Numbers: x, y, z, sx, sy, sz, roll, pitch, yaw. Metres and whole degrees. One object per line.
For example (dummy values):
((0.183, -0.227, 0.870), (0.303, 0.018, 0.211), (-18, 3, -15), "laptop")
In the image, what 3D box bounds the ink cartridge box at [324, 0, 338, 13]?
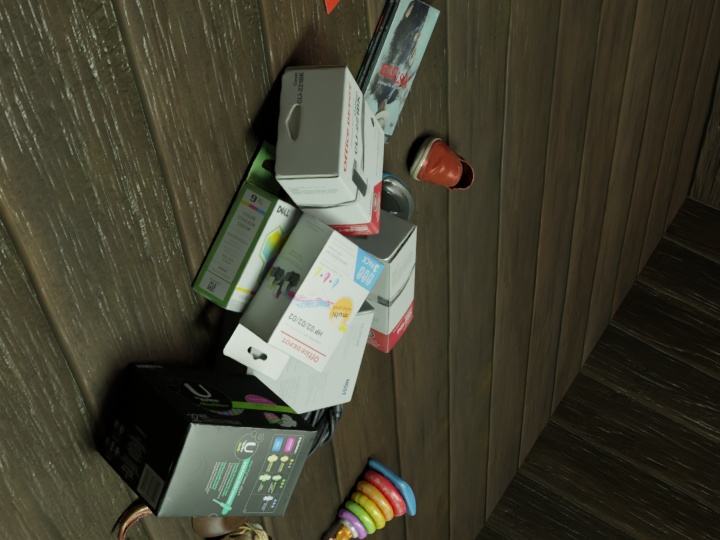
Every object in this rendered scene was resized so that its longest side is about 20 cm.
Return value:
((0.021, -0.419, 1.495), (0.202, 0.056, 0.163), (-60, 159, -22), "ink cartridge box")

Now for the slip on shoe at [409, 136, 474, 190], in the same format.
((0.133, -0.166, 2.026), (0.075, 0.061, 0.199), (-64, 158, 6), "slip on shoe")

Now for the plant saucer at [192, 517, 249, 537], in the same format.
((-0.176, 0.316, 1.888), (0.201, 0.036, 0.202), (-50, 156, -32), "plant saucer")

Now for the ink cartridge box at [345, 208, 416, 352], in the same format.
((0.000, 0.000, 1.785), (0.083, 0.145, 0.202), (-50, 156, -33), "ink cartridge box")

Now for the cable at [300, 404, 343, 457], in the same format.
((-0.056, 0.221, 2.040), (0.202, 0.050, 0.163), (-60, 159, -11), "cable")

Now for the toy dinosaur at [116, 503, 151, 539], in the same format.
((-0.230, 0.290, 1.717), (0.198, 0.106, 0.182), (-27, 160, -2), "toy dinosaur")

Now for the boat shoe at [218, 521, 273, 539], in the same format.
((-0.178, 0.424, 1.966), (0.070, 0.073, 0.200), (-60, 168, -11), "boat shoe")

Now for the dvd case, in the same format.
((0.041, -0.277, 1.739), (0.146, 0.022, 0.203), (-1, 116, -67), "dvd case")

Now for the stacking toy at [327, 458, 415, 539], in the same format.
((0.002, 0.470, 2.413), (0.200, 0.109, 0.117), (-42, 137, -21), "stacking toy")

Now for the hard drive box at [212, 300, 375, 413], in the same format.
((-0.092, 0.112, 1.698), (0.198, 0.077, 0.158), (-8, 125, -37), "hard drive box")

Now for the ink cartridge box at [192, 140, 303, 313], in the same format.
((-0.122, -0.048, 1.564), (0.202, 0.059, 0.104), (-64, 159, 1), "ink cartridge box")

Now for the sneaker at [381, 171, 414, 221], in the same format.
((0.033, -0.069, 1.885), (0.082, 0.073, 0.201), (-50, 154, -26), "sneaker")

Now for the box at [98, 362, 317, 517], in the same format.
((-0.181, 0.205, 1.514), (0.198, 0.148, 0.126), (10, 108, -45), "box")

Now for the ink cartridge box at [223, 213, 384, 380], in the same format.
((-0.070, 0.047, 1.568), (0.115, 0.068, 0.202), (32, 89, -47), "ink cartridge box")

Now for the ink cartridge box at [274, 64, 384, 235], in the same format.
((-0.034, -0.144, 1.559), (0.200, 0.082, 0.147), (49, 42, -67), "ink cartridge box")
